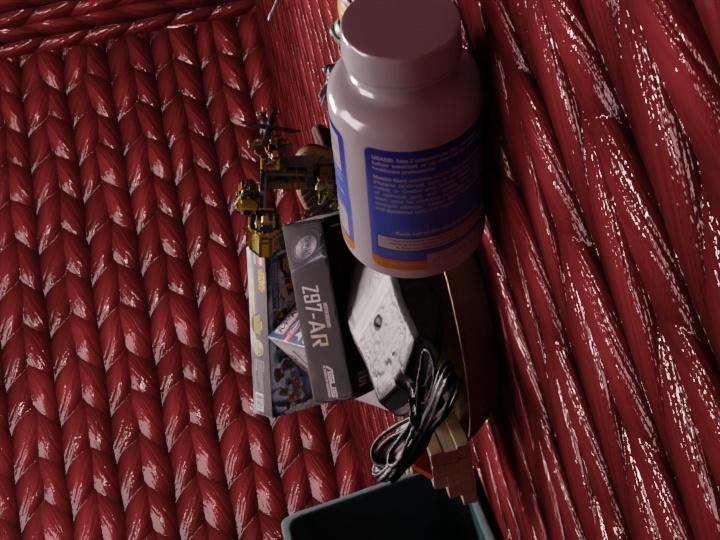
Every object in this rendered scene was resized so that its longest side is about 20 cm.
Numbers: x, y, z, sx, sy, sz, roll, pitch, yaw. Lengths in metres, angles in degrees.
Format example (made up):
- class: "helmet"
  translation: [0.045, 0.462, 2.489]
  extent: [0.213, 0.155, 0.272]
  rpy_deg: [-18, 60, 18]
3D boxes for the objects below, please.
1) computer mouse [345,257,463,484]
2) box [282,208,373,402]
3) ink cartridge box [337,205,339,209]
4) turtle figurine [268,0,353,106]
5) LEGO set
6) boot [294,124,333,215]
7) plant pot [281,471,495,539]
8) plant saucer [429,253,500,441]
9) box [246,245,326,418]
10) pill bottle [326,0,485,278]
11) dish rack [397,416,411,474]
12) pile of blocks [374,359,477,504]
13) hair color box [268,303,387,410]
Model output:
- class: "computer mouse"
  translation: [0.038, 0.064, 1.209]
  extent: [0.139, 0.052, 0.201]
  rpy_deg: [-59, 35, 39]
- class: "box"
  translation: [0.011, 0.019, 1.350]
  extent: [0.200, 0.043, 0.161]
  rpy_deg: [-19, -80, -58]
- class: "ink cartridge box"
  translation: [0.000, 0.000, 1.414]
  extent: [0.100, 0.039, 0.201]
  rpy_deg: [59, -142, -35]
- class: "turtle figurine"
  translation: [-0.012, -0.251, 1.327]
  extent: [0.150, 0.100, 0.200]
  rpy_deg: [61, 153, 24]
- class: "LEGO set"
  translation: [-0.035, -0.096, 1.534]
  extent: [0.116, 0.199, 0.154]
  rpy_deg: [94, -176, -54]
- class: "boot"
  translation: [-0.037, -0.118, 1.723]
  extent: [0.200, 0.072, 0.167]
  rpy_deg: [46, -166, -44]
- class: "plant pot"
  translation: [0.052, 0.343, 1.439]
  extent: [0.197, 0.195, 0.201]
  rpy_deg: [-110, 2, -63]
- class: "plant saucer"
  translation: [0.083, 0.043, 1.243]
  extent: [0.200, 0.035, 0.201]
  rpy_deg: [168, 90, -85]
- class: "box"
  translation: [-0.066, 0.062, 1.739]
  extent: [0.040, 0.136, 0.201]
  rpy_deg: [11, 107, 47]
- class: "pill bottle"
  translation: [0.034, -0.099, 1.051]
  extent: [0.201, 0.111, 0.112]
  rpy_deg: [85, 172, -47]
- class: "dish rack"
  translation: [0.085, 0.266, 1.694]
  extent: [0.200, 0.043, 0.172]
  rpy_deg: [-112, 11, -66]
- class: "pile of blocks"
  translation: [0.046, 0.116, 1.271]
  extent: [0.082, 0.062, 0.201]
  rpy_deg: [85, 172, -50]
- class: "hair color box"
  translation: [-0.008, 0.095, 1.626]
  extent: [0.100, 0.061, 0.200]
  rpy_deg: [47, 162, -28]
